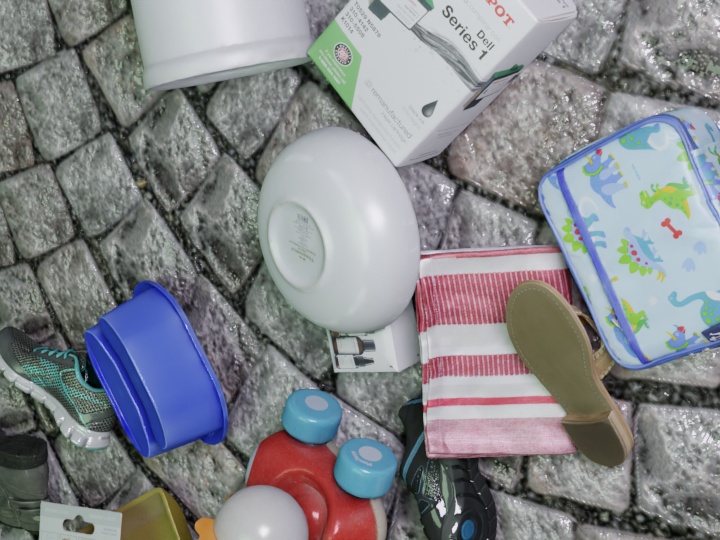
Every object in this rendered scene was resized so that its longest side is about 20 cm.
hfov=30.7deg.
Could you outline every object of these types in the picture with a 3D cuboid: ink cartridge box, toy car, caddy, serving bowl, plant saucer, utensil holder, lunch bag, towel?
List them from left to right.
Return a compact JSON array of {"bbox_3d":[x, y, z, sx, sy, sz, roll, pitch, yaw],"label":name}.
[{"bbox_3d":[-0.323,0.382,1.576,0.160,0.047,0.200,-2,86,40],"label":"ink cartridge box"},{"bbox_3d":[-0.248,0.378,1.568,0.200,0.048,0.200,-32,73,36],"label":"plant saucer"},{"bbox_3d":[-0.217,0.110,1.454,0.200,0.105,0.141,63,149,3],"label":"caddy"},{"bbox_3d":[-0.142,-0.285,1.252,0.170,0.170,0.200,-7,96,36],"label":"utensil holder"},{"bbox_3d":[-0.092,0.247,1.329,0.177,0.200,0.184,40,125,36],"label":"toy car"},{"bbox_3d":[-0.035,-0.032,1.233,0.200,0.066,0.200,20,117,44],"label":"serving bowl"},{"bbox_3d":[0.070,-0.214,1.174,0.146,0.084,0.200,52,126,10],"label":"ink cartridge box"},{"bbox_3d":[0.126,0.078,1.216,0.144,0.023,0.200,-3,101,4],"label":"towel"},{"bbox_3d":[0.250,-0.023,1.108,0.161,0.082,0.200,-24,88,39],"label":"lunch bag"}]

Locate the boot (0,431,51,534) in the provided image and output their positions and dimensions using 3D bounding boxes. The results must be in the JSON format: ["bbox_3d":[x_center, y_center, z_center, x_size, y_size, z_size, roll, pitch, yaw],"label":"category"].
[{"bbox_3d":[-0.474,0.271,1.701,0.200,0.068,0.131,12,115,33],"label":"boot"}]

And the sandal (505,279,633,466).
[{"bbox_3d":[0.198,0.076,1.185,0.078,0.070,0.212,-5,123,41],"label":"sandal"}]

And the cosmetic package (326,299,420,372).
[{"bbox_3d":[0.000,0.000,1.304,0.083,0.051,0.200,-5,101,34],"label":"cosmetic package"}]

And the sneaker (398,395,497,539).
[{"bbox_3d":[0.084,0.220,1.304,0.082,0.073,0.200,1,95,43],"label":"sneaker"}]

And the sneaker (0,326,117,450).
[{"bbox_3d":[-0.355,0.122,1.581,0.200,0.078,0.091,39,106,15],"label":"sneaker"}]
